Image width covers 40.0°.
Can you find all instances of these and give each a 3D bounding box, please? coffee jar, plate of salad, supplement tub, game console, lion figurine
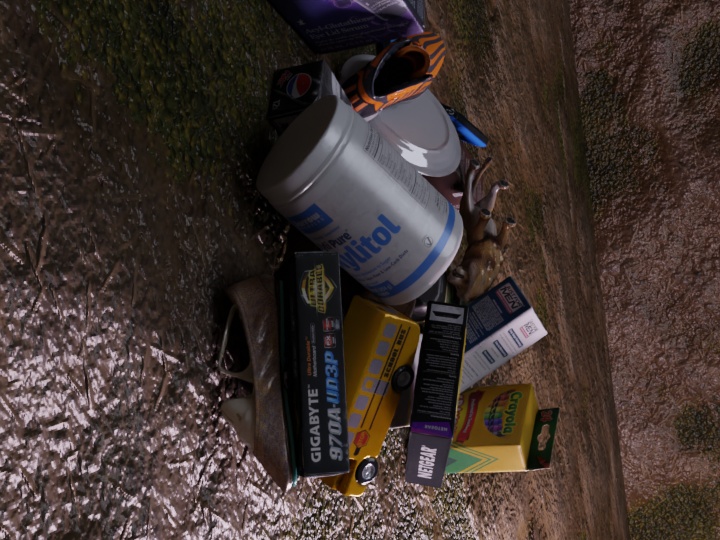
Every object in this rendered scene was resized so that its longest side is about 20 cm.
[{"bbox_3d":[0.103,0.046,1.405,0.200,0.084,0.106,47,42,-57],"label":"coffee jar"},{"bbox_3d":[0.050,-0.198,1.295,0.198,0.048,0.203,27,41,-25],"label":"plate of salad"},{"bbox_3d":[0.002,-0.071,1.044,0.199,0.131,0.133,39,43,-23],"label":"supplement tub"},{"bbox_3d":[0.111,-0.283,1.484,0.199,0.168,0.120,14,98,-66],"label":"game console"},{"bbox_3d":[0.166,-0.057,1.383,0.202,0.071,0.124,-81,-173,-49],"label":"lion figurine"}]

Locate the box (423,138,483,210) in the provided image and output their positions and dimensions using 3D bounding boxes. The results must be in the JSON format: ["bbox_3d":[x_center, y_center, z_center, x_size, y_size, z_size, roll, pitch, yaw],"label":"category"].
[{"bbox_3d":[0.110,-0.145,1.454,0.200,0.098,0.076,41,47,-58],"label":"box"}]

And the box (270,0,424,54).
[{"bbox_3d":[-0.024,-0.347,1.120,0.200,0.145,0.107,32,55,-61],"label":"box"}]

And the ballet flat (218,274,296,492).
[{"bbox_3d":[-0.099,0.106,0.923,0.068,0.066,0.204,117,-31,-71],"label":"ballet flat"}]

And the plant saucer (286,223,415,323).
[{"bbox_3d":[0.000,0.000,1.133,0.198,0.034,0.204,20,60,-39],"label":"plant saucer"}]

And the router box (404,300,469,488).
[{"bbox_3d":[0.085,0.146,1.126,0.201,0.050,0.152,87,12,-64],"label":"router box"}]

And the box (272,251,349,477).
[{"bbox_3d":[-0.051,0.093,0.963,0.159,0.045,0.205,149,-62,-76],"label":"box"}]

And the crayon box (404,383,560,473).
[{"bbox_3d":[0.171,0.219,1.378,0.128,0.196,0.052,-64,141,-53],"label":"crayon box"}]

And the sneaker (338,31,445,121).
[{"bbox_3d":[0.062,-0.245,1.198,0.200,0.111,0.078,-43,104,-35],"label":"sneaker"}]

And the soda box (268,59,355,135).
[{"bbox_3d":[-0.033,-0.151,1.154,0.200,0.062,0.072,53,38,-53],"label":"soda box"}]

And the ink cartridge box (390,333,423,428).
[{"bbox_3d":[0.025,0.135,1.214,0.199,0.066,0.120,12,73,-66],"label":"ink cartridge box"}]

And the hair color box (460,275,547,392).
[{"bbox_3d":[0.152,0.103,1.363,0.061,0.198,0.100,59,7,32],"label":"hair color box"}]

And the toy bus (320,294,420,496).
[{"bbox_3d":[-0.002,0.136,1.066,0.077,0.065,0.203,17,97,-37],"label":"toy bus"}]
